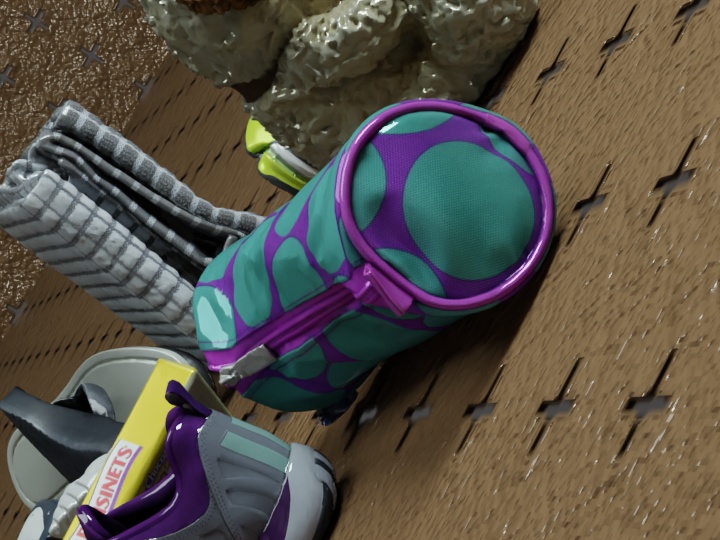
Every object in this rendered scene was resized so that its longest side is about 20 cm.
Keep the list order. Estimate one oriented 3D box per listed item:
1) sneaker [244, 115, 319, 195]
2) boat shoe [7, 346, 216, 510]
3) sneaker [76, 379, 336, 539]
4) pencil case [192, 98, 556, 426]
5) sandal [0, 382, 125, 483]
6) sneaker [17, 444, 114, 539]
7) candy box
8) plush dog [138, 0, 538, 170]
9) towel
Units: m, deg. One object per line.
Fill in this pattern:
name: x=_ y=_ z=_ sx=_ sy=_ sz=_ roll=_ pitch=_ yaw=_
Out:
sneaker: x=-0.010 y=-0.123 z=1.438 sx=0.081 sy=0.074 sz=0.201 roll=-45 pitch=24 yaw=32
boat shoe: x=-0.133 y=0.088 z=1.422 sx=0.060 sy=0.074 sz=0.200 roll=-18 pitch=-12 yaw=-40
sneaker: x=-0.093 y=0.142 z=0.999 sx=0.201 sy=0.087 sz=0.074 roll=-58 pitch=10 yaw=5
pencil case: x=0.000 y=0.000 z=0.963 sx=0.092 sy=0.085 sz=0.200 roll=-46 pitch=3 yaw=-25
sandal: x=-0.134 y=0.095 z=1.333 sx=0.043 sy=0.076 sz=0.200 roll=-47 pitch=27 yaw=-17
sneaker: x=-0.122 y=0.126 z=1.205 sx=0.130 sy=0.079 sz=0.200 roll=-99 pitch=30 yaw=-62
candy box: x=-0.104 y=0.148 z=1.053 sx=0.201 sy=0.026 sz=0.102 roll=-63 pitch=-33 yaw=-20
plush dog: x=-0.032 y=-0.115 z=1.191 sx=0.161 sy=0.171 sz=0.200 roll=-60 pitch=11 yaw=-1
towel: x=-0.126 y=-0.024 z=1.422 sx=0.086 sy=0.165 sz=0.200 roll=-55 pitch=10 yaw=-9
